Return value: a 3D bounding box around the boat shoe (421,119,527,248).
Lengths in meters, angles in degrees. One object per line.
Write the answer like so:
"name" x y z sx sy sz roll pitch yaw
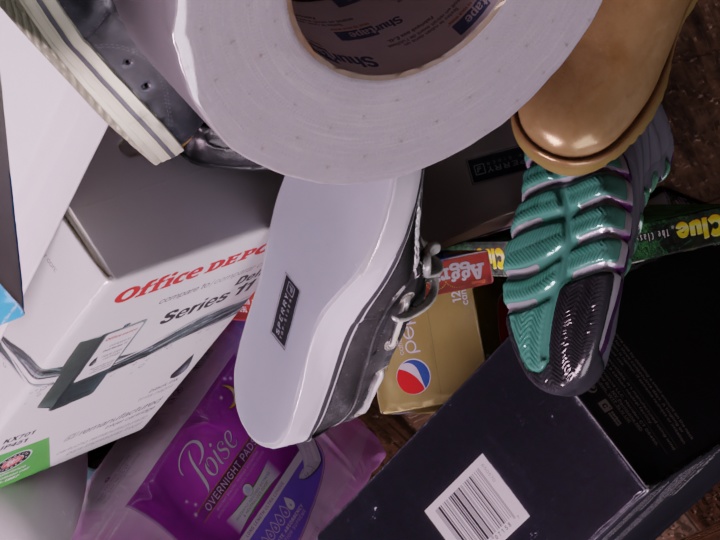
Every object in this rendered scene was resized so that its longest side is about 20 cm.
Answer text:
"boat shoe" 0.049 -0.044 1.417 0.200 0.075 0.093 -8 173 -1

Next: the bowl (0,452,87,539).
"bowl" -0.247 0.117 1.430 0.199 0.075 0.200 -22 -158 6

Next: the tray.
"tray" -0.172 -0.045 1.172 0.107 0.022 0.200 18 107 -37

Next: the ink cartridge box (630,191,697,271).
"ink cartridge box" 0.230 0.025 1.660 0.050 0.109 0.200 -32 155 26

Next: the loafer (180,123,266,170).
"loafer" 0.005 -0.102 1.255 0.200 0.068 0.070 -19 150 -16

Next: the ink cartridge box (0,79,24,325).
"ink cartridge box" -0.251 -0.035 1.040 0.200 0.147 0.145 -24 135 11

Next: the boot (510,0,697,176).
"boot" 0.115 -0.152 1.159 0.066 0.175 0.200 24 162 11

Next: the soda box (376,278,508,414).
"soda box" 0.063 0.043 1.546 0.064 0.068 0.200 -11 175 16

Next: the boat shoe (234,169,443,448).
"boat shoe" 0.001 0.002 1.258 0.068 0.074 0.200 -11 134 -33

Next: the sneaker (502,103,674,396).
"sneaker" 0.121 -0.035 1.314 0.087 0.200 0.074 14 162 -38

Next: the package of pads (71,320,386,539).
"package of pads" -0.083 0.131 1.461 0.076 0.121 0.200 -21 -153 49

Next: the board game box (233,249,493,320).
"board game box" -0.015 0.008 1.422 0.103 0.019 0.200 -13 -176 -18

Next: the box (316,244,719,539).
"box" 0.109 0.097 1.428 0.182 0.104 0.200 -22 160 -48

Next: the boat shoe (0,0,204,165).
"boat shoe" -0.112 -0.118 1.100 0.062 0.075 0.200 -44 139 -4

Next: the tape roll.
"tape roll" 0.004 -0.134 1.066 0.200 0.066 0.201 -18 130 -23

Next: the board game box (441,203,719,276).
"board game box" 0.097 -0.016 1.445 0.105 0.024 0.200 -10 -175 -25

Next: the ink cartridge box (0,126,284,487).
"ink cartridge box" -0.131 0.012 1.311 0.146 0.083 0.200 -21 159 -44

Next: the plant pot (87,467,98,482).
"plant pot" -0.158 0.201 1.571 0.200 0.197 0.196 -18 161 33
